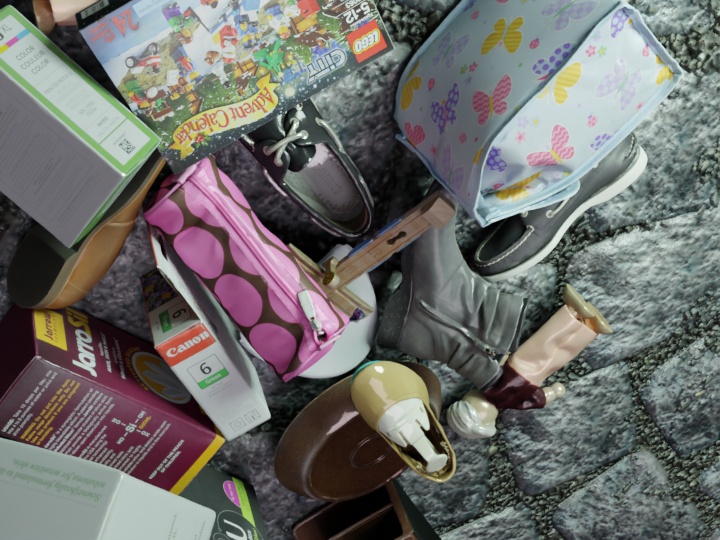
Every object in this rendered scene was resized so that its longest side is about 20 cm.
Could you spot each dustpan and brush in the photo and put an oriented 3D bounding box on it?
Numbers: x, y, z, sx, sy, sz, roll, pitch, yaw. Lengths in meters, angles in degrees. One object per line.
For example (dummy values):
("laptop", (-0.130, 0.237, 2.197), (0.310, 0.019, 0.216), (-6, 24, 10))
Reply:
("dustpan and brush", (-0.020, 0.072, 1.053), (0.140, 0.057, 0.200), (-42, 120, -2))

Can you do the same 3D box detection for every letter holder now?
("letter holder", (0.026, 0.351, 1.220), (0.142, 0.101, 0.200), (-30, 128, 3))

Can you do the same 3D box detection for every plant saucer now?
("plant saucer", (0.006, 0.178, 1.106), (0.200, 0.035, 0.201), (-20, 139, -19))

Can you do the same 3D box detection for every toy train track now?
("toy train track", (0.000, 0.000, 0.928), (0.200, 0.033, 0.115), (-35, 126, 24))

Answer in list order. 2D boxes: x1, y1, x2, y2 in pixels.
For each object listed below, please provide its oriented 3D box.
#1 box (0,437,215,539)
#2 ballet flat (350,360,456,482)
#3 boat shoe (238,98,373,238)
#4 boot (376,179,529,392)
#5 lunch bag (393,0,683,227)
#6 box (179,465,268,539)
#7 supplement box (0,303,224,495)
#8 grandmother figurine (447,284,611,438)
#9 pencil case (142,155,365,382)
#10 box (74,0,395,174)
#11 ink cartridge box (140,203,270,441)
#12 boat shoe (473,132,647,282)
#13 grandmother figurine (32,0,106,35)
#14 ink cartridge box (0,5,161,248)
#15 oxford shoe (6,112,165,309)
("box", (-0.265, 0.258, 0.878), (0.171, 0.198, 0.201), (49, 54, -61))
("ballet flat", (0.052, 0.152, 1.035), (0.069, 0.063, 0.200), (-37, 142, 1))
("boat shoe", (-0.055, -0.101, 0.901), (0.074, 0.060, 0.200), (-35, 127, 5))
("boot", (0.102, 0.009, 0.998), (0.131, 0.070, 0.200), (20, 120, 10))
("lunch bag", (0.133, -0.148, 0.883), (0.200, 0.170, 0.127), (-45, 129, 8))
("box", (-0.201, 0.314, 1.078), (0.124, 0.149, 0.200), (31, 108, -32))
("supplement box", (-0.233, 0.113, 0.956), (0.200, 0.110, 0.086), (31, 107, -34))
("grandmother figurine", (0.175, 0.109, 1.134), (0.200, 0.061, 0.121), (-43, 116, 14))
("pencil case", (-0.094, -0.006, 0.885), (0.091, 0.094, 0.200), (-43, 93, -10))
("box", (-0.090, -0.179, 0.792), (0.200, 0.038, 0.137), (-30, 126, 0))
("ink cartridge box", (-0.154, 0.048, 0.943), (0.050, 0.109, 0.200), (-30, 127, 2))
("boat shoe", (0.181, -0.069, 1.014), (0.200, 0.074, 0.060), (-38, 122, 10))
("grandmother figurine", (-0.147, -0.219, 0.801), (0.199, 0.061, 0.121), (-11, 134, -10))
("ink cartridge box", (-0.258, -0.121, 0.781), (0.200, 0.059, 0.104), (41, 132, -10))
("oxford shoe", (-0.218, -0.051, 0.894), (0.200, 0.071, 0.071), (-50, 155, 12))
